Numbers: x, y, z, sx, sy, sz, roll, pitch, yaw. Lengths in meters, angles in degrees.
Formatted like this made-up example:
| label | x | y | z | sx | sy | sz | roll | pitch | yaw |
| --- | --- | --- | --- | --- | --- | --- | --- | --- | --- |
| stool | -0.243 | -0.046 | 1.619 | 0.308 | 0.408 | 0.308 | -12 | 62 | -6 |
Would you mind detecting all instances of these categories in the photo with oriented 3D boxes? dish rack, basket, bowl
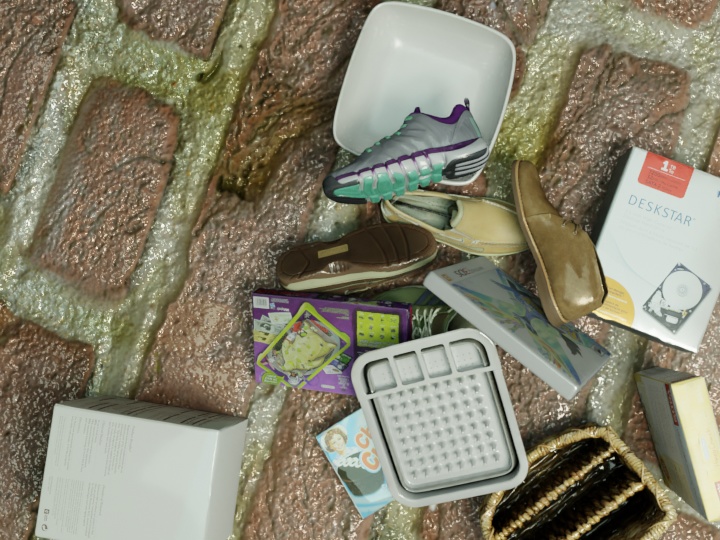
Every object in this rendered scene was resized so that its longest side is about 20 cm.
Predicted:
| label | x | y | z | sx | sy | sz | roll | pitch | yaw |
| --- | --- | --- | --- | --- | --- | --- | --- | --- | --- |
| dish rack | 0.093 | 0.166 | 1.052 | 0.170 | 0.044 | 0.202 | -15 | 102 | 14 |
| basket | 0.236 | 0.272 | 1.047 | 0.199 | 0.149 | 0.143 | -37 | 84 | 4 |
| bowl | 0.081 | -0.213 | 1.124 | 0.198 | 0.075 | 0.202 | 18 | 89 | 7 |

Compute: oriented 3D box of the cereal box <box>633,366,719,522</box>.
| label | x | y | z | sx | sy | sz | roll | pitch | yaw |
| --- | --- | --- | --- | --- | --- | --- | --- | --- | --- |
| cereal box | 0.359 | 0.185 | 1.012 | 0.039 | 0.200 | 0.146 | -15 | 86 | 5 |

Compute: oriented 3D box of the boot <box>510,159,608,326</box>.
| label | x | y | z | sx | sy | sz | roll | pitch | yaw |
| --- | --- | --- | --- | --- | --- | --- | --- | --- | --- |
| boot | 0.229 | -0.042 | 1.052 | 0.075 | 0.073 | 0.202 | -23 | 75 | 27 |

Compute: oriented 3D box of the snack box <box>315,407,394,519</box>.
| label | x | y | z | sx | sy | sz | roll | pitch | yaw |
| --- | --- | --- | --- | --- | --- | --- | --- | --- | --- |
| snack box | 0.058 | 0.202 | 1.123 | 0.199 | 0.037 | 0.117 | -33 | 83 | 3 |

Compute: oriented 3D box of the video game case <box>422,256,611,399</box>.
| label | x | y | z | sx | sy | sz | roll | pitch | yaw |
| --- | --- | --- | --- | --- | --- | --- | --- | --- | --- |
| video game case | 0.183 | 0.057 | 1.032 | 0.199 | 0.182 | 0.022 | 39 | 111 | 17 |

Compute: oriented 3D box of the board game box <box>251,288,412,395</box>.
| label | x | y | z | sx | sy | sz | roll | pitch | yaw |
| --- | --- | --- | --- | --- | --- | --- | --- | --- | --- |
| board game box | -0.035 | 0.089 | 1.103 | 0.197 | 0.032 | 0.122 | 6 | 105 | 16 |

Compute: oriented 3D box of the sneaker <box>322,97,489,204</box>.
| label | x | y | z | sx | sy | sz | roll | pitch | yaw |
| --- | --- | --- | --- | --- | --- | --- | --- | --- | --- |
| sneaker | 0.046 | -0.139 | 1.061 | 0.198 | 0.075 | 0.088 | -14 | 72 | -5 |

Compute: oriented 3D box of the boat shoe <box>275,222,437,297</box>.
| label | x | y | z | sx | sy | sz | roll | pitch | yaw |
| --- | --- | --- | --- | --- | --- | --- | --- | --- | --- |
| boat shoe | 0.000 | -0.005 | 1.126 | 0.200 | 0.075 | 0.075 | -7 | 53 | 12 |

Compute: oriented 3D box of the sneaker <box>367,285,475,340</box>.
| label | x | y | z | sx | sy | sz | roll | pitch | yaw |
| --- | --- | --- | --- | --- | --- | --- | --- | --- | --- |
| sneaker | 0.094 | 0.058 | 1.097 | 0.197 | 0.090 | 0.068 | 2 | 97 | 6 |

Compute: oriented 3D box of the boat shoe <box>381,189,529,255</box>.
| label | x | y | z | sx | sy | sz | roll | pitch | yaw |
| --- | --- | --- | --- | --- | --- | --- | --- | --- | --- |
| boat shoe | 0.122 | -0.061 | 1.109 | 0.197 | 0.076 | 0.073 | 8 | 85 | 3 |

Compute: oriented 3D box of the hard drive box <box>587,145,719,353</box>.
| label | x | y | z | sx | sy | sz | roll | pitch | yaw |
| --- | --- | --- | --- | --- | --- | --- | --- | --- | --- |
| hard drive box | 0.354 | -0.023 | 1.086 | 0.154 | 0.077 | 0.202 | 20 | 89 | 6 |

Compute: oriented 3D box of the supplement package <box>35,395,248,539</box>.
| label | x | y | z | sx | sy | sz | roll | pitch | yaw |
| --- | --- | --- | --- | --- | --- | --- | --- | --- | --- |
| supplement package | -0.256 | 0.245 | 1.095 | 0.197 | 0.151 | 0.154 | 8 | 87 | 6 |
